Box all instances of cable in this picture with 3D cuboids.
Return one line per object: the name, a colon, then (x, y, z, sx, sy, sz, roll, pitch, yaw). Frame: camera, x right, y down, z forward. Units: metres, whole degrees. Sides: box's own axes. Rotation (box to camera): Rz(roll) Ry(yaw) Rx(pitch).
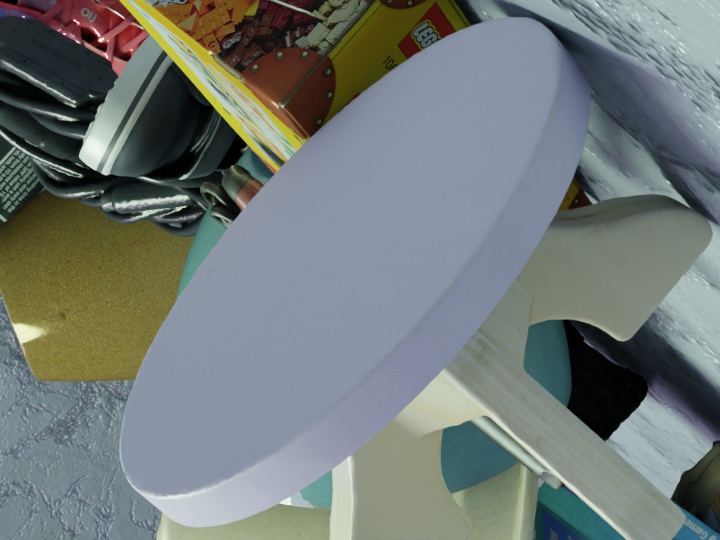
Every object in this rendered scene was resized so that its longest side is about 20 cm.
cable: (-0.137, -0.062, 1.203, 0.199, 0.051, 0.163, 28, 160, 5)

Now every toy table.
toy table: (0.025, 0.025, 0.761, 0.117, 0.200, 0.184, 42, -170, -33)

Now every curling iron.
curling iron: (0.012, 0.019, 0.903, 0.200, 0.026, 0.050, 38, 178, 24)

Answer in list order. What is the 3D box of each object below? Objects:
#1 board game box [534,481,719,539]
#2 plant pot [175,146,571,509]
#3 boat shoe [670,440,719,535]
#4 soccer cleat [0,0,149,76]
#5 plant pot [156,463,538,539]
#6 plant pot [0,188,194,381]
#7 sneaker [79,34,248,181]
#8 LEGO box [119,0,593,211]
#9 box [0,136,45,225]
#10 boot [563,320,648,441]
board game box: (0.179, 0.181, 1.134, 0.199, 0.045, 0.152, 36, 163, 20)
plant pot: (0.000, 0.000, 1.063, 0.200, 0.199, 0.136, 38, 140, 50)
boat shoe: (0.197, 0.133, 1.182, 0.068, 0.075, 0.200, 43, 166, 11)
soccer cleat: (-0.146, -0.133, 1.207, 0.199, 0.069, 0.073, 24, 168, 6)
plant pot: (-0.009, 0.121, 1.153, 0.182, 0.203, 0.200, 8, 176, -1)
plant pot: (-0.118, -0.012, 1.351, 0.186, 0.198, 0.188, 161, 90, -86)
sneaker: (-0.068, -0.087, 1.102, 0.079, 0.079, 0.200, 34, -152, 2)
LEGO box: (-0.010, -0.078, 0.887, 0.149, 0.077, 0.200, 40, 175, 36)
box: (-0.201, -0.124, 1.410, 0.123, 0.200, 0.198, 37, 173, 45)
boot: (0.083, 0.050, 1.322, 0.158, 0.080, 0.211, 42, 176, 2)
